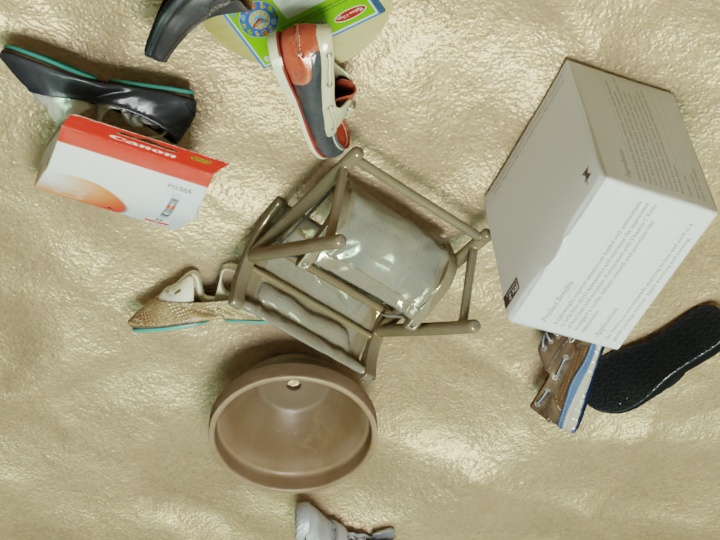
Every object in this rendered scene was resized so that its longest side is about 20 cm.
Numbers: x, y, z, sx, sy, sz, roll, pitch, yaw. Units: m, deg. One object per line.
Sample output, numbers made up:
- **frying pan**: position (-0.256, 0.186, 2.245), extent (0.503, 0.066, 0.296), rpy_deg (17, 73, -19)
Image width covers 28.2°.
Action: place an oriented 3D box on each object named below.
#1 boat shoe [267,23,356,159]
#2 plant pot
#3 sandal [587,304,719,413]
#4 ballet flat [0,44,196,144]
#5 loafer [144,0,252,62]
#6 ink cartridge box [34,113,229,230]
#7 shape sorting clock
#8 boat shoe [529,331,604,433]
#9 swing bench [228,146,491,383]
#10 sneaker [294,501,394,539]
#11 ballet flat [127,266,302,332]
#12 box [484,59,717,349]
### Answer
- **boat shoe**: position (-0.035, -0.173, 1.393), extent (0.062, 0.072, 0.200), rpy_deg (-14, 151, 7)
- **plant pot**: position (-0.080, 0.166, 1.700), extent (0.199, 0.093, 0.202), rpy_deg (-2, 130, -2)
- **sandal**: position (0.354, 0.115, 1.694), extent (0.200, 0.076, 0.048), rpy_deg (-31, 143, 23)
- **ballet flat**: position (-0.261, -0.166, 1.409), extent (0.199, 0.073, 0.073), rpy_deg (13, 130, -17)
- **loafer**: position (-0.130, -0.255, 1.304), extent (0.072, 0.073, 0.200), rpy_deg (31, 130, -18)
- **ink cartridge box**: position (-0.230, -0.093, 1.422), extent (0.161, 0.050, 0.200), rpy_deg (17, 171, -17)
- **shape sorting clock**: position (-0.067, -0.271, 1.352), extent (0.198, 0.039, 0.201), rpy_deg (5, 133, 5)
- **boat shoe**: position (0.243, 0.095, 1.663), extent (0.072, 0.072, 0.201), rpy_deg (19, 115, 13)
- **swing bench**: position (0.000, 0.000, 1.531), extent (0.198, 0.130, 0.200), rpy_deg (31, 143, -27)
- **sneaker**: position (-0.015, 0.361, 1.889), extent (0.114, 0.075, 0.201), rpy_deg (-14, 136, 8)
- **ballet flat**: position (-0.164, 0.029, 1.606), extent (0.198, 0.071, 0.066), rpy_deg (-5, 104, -2)
- **box**: position (0.234, -0.066, 1.442), extent (0.130, 0.201, 0.199), rpy_deg (15, 129, -18)
